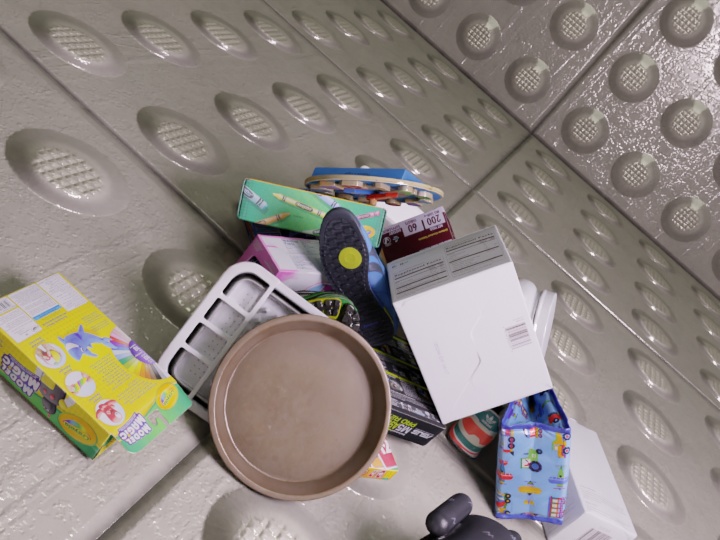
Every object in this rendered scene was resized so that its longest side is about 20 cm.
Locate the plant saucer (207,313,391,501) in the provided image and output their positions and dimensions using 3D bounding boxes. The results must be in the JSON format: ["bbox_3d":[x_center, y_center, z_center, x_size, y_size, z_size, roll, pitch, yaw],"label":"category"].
[{"bbox_3d":[-0.065,0.147,0.853,0.200,0.200,0.029,36,-10,-9],"label":"plant saucer"}]

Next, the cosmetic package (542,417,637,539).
[{"bbox_3d":[0.320,0.318,1.178,0.113,0.081,0.200,30,28,-21],"label":"cosmetic package"}]

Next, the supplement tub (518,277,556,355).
[{"bbox_3d":[0.195,0.073,1.231,0.199,0.145,0.145,13,21,18],"label":"supplement tub"}]

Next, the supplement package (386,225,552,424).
[{"bbox_3d":[0.142,0.071,1.024,0.111,0.155,0.200,-96,165,-62],"label":"supplement package"}]

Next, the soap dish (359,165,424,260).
[{"bbox_3d":[0.039,-0.091,1.426,0.200,0.081,0.157,38,27,-4],"label":"soap dish"}]

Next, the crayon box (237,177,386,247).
[{"bbox_3d":[-0.072,-0.081,1.116,0.199,0.058,0.119,12,3,-9],"label":"crayon box"}]

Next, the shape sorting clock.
[{"bbox_3d":[0.019,-0.113,1.120,0.200,0.200,0.039,13,82,-43],"label":"shape sorting clock"}]

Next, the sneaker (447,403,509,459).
[{"bbox_3d":[0.197,0.199,1.179,0.070,0.093,0.200,42,27,2],"label":"sneaker"}]

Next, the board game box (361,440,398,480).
[{"bbox_3d":[-0.024,0.174,1.009,0.095,0.030,0.200,18,32,-39],"label":"board game box"}]

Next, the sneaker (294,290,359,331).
[{"bbox_3d":[-0.101,0.066,0.955,0.199,0.078,0.085,-2,11,-2],"label":"sneaker"}]

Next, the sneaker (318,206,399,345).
[{"bbox_3d":[0.000,0.000,1.027,0.078,0.066,0.200,-69,142,-59],"label":"sneaker"}]

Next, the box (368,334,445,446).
[{"bbox_3d":[0.011,0.135,1.037,0.200,0.044,0.160,27,28,-38],"label":"box"}]

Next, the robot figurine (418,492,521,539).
[{"bbox_3d":[0.106,0.333,0.826,0.150,0.125,0.200,49,27,23],"label":"robot figurine"}]

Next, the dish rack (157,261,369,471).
[{"bbox_3d":[-0.107,0.107,0.883,0.200,0.172,0.044,37,-10,-7],"label":"dish rack"}]

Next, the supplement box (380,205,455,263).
[{"bbox_3d":[0.106,0.019,1.159,0.061,0.109,0.200,43,28,-71],"label":"supplement box"}]

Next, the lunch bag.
[{"bbox_3d":[0.243,0.233,1.115,0.094,0.151,0.200,3,21,10],"label":"lunch bag"}]

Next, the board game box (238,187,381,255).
[{"bbox_3d":[-0.078,-0.074,1.223,0.199,0.035,0.136,0,43,-22],"label":"board game box"}]

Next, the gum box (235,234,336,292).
[{"bbox_3d":[-0.090,0.019,1.056,0.200,0.114,0.066,4,44,-50],"label":"gum box"}]

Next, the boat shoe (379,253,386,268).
[{"bbox_3d":[-0.004,-0.012,1.261,0.060,0.072,0.201,3,38,-37],"label":"boat shoe"}]

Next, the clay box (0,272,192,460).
[{"bbox_3d":[-0.273,0.098,0.774,0.200,0.048,0.115,43,27,2],"label":"clay box"}]
